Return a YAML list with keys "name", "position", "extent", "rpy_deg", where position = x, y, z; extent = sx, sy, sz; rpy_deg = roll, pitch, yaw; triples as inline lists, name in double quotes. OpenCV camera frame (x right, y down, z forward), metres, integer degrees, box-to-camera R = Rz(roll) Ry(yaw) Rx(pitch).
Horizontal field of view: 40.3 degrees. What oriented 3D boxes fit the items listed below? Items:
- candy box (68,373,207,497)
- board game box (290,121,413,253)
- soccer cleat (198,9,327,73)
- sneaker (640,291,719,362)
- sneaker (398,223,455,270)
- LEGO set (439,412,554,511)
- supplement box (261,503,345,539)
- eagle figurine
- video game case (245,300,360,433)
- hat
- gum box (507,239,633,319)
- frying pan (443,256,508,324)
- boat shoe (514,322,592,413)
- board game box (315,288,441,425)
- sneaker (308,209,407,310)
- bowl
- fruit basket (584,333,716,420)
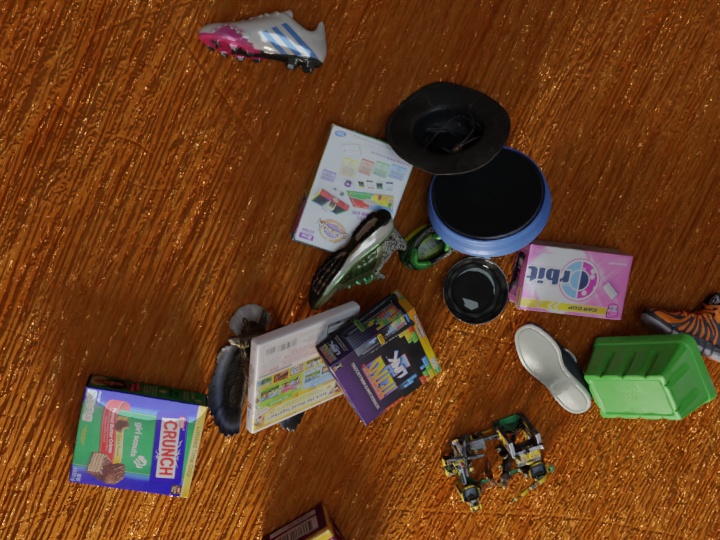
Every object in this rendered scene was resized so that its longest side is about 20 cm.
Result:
- name: "candy box"
  position: [-0.366, 0.275, 1.623]
  extent: [0.199, 0.077, 0.170]
  rpy_deg: [11, 101, -13]
- name: "board game box"
  position: [-0.012, -0.124, 1.604]
  extent: [0.152, 0.040, 0.201]
  rpy_deg: [18, 100, -13]
- name: "soccer cleat"
  position: [-0.148, -0.366, 1.517]
  extent: [0.199, 0.070, 0.087]
  rpy_deg: [10, 86, -14]
- name: "sneaker"
  position: [0.596, 0.081, 1.747]
  extent: [0.199, 0.078, 0.112]
  rpy_deg: [24, 91, -20]
- name: "sneaker"
  position: [0.155, -0.068, 1.623]
  extent: [0.200, 0.085, 0.078]
  rpy_deg: [-45, 106, 1]
- name: "LEGO set"
  position: [0.249, 0.345, 1.721]
  extent: [0.199, 0.116, 0.155]
  rpy_deg: [-10, 105, -7]
- name: "supplement box"
  position: [-0.068, 0.536, 1.722]
  extent: [0.131, 0.103, 0.201]
  rpy_deg: [-29, 106, -2]
- name: "eagle figurine"
  position: [-0.173, 0.173, 1.622]
  extent: [0.151, 0.151, 0.201]
  rpy_deg: [27, 137, 24]
- name: "video game case"
  position: [-0.092, 0.153, 1.568]
  extent: [0.199, 0.023, 0.183]
  rpy_deg: [-20, 132, -35]
- name: "hat"
  position: [0.143, -0.208, 1.571]
  extent: [0.200, 0.201, 0.081]
  rpy_deg: [-23, 145, -3]
- name: "gum box"
  position: [0.355, 0.013, 1.685]
  extent: [0.199, 0.066, 0.114]
  rpy_deg: [6, 101, -11]
- name: "frying pan"
  position: [0.195, -0.003, 1.674]
  extent: [0.114, 0.031, 0.191]
  rpy_deg: [-1, 87, -7]
- name: "boat shoe"
  position: [0.338, 0.163, 1.726]
  extent: [0.075, 0.060, 0.200]
  rpy_deg: [-25, 110, 26]
- name: "board game box"
  position: [0.034, 0.146, 1.610]
  extent: [0.165, 0.057, 0.200]
  rpy_deg: [-36, 140, -7]
- name: "sneaker"
  position: [0.000, 0.000, 1.581]
  extent: [0.200, 0.077, 0.089]
  rpy_deg: [-45, 115, 6]
- name: "bowl"
  position: [0.205, -0.117, 1.574]
  extent: [0.200, 0.201, 0.039]
  rpy_deg: [-23, 150, -3]
- name: "fruit basket"
  position: [0.519, 0.171, 1.709]
  extent: [0.215, 0.216, 0.156]
  rpy_deg: [-28, 107, -2]
